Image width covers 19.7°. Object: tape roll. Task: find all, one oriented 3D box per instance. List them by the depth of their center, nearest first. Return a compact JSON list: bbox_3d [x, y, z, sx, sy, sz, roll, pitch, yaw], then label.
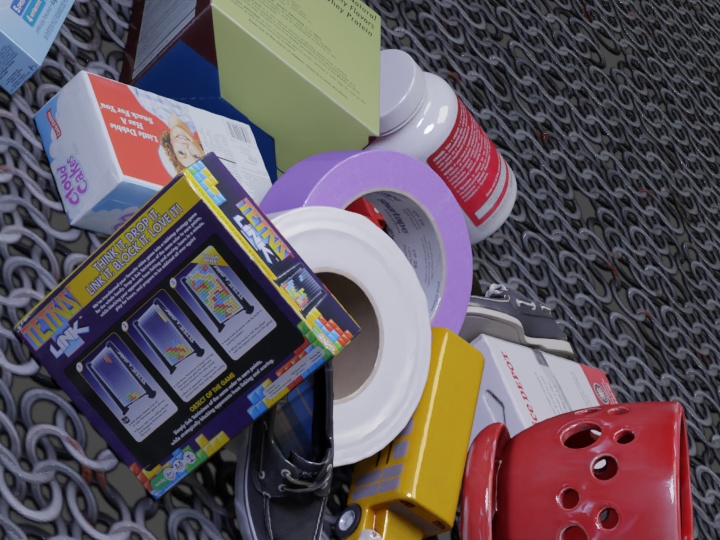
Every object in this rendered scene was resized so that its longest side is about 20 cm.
[{"bbox_3d":[-0.044,0.053,1.609,0.201,0.071,0.204,3,84,-34],"label":"tape roll"},{"bbox_3d":[0.000,0.000,1.738,0.199,0.065,0.202,-2,93,-39],"label":"tape roll"}]

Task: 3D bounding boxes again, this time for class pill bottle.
[{"bbox_3d":[0.061,-0.118,1.995,0.200,0.112,0.113,49,21,-43],"label":"pill bottle"}]

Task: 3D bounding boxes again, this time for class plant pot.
[{"bbox_3d":[0.178,0.207,1.688,0.200,0.181,0.202,0,90,-78],"label":"plant pot"}]

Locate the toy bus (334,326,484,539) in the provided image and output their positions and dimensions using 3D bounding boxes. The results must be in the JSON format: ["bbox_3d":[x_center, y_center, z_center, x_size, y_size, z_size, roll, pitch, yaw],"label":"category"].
[{"bbox_3d":[0.041,0.150,1.665,0.065,0.078,0.201,37,51,-31],"label":"toy bus"}]

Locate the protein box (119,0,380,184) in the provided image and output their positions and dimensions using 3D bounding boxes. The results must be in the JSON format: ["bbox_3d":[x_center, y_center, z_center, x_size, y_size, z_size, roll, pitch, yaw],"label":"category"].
[{"bbox_3d":[-0.096,-0.193,1.874,0.198,0.135,0.201,36,31,-25],"label":"protein box"}]

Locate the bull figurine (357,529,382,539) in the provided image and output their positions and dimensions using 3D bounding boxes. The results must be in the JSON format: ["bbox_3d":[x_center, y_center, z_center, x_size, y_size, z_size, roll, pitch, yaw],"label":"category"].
[{"bbox_3d":[0.056,0.286,1.571,0.121,0.065,0.201,-15,73,-25],"label":"bull figurine"}]

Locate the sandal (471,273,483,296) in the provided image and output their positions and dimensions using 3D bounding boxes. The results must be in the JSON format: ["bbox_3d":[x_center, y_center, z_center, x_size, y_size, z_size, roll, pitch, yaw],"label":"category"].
[{"bbox_3d":[0.088,0.041,1.940,0.054,0.082,0.200,18,-6,33],"label":"sandal"}]

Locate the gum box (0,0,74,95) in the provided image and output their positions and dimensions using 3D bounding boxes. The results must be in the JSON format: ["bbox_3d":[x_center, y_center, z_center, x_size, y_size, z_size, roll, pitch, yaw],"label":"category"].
[{"bbox_3d":[-0.329,-0.259,1.701,0.200,0.044,0.170,42,28,-19],"label":"gum box"}]

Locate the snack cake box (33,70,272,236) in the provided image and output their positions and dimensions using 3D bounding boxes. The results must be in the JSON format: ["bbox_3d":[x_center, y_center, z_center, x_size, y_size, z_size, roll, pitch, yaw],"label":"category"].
[{"bbox_3d":[-0.162,-0.079,1.709,0.199,0.067,0.116,16,45,-48],"label":"snack cake box"}]

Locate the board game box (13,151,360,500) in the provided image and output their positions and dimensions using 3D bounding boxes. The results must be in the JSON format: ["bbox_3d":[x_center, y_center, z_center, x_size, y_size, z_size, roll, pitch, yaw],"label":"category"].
[{"bbox_3d":[-0.125,0.042,1.468,0.166,0.200,0.057,51,30,0],"label":"board game box"}]

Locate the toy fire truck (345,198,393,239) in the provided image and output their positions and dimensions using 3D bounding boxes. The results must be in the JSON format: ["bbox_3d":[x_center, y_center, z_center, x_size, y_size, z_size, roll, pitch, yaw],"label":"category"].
[{"bbox_3d":[-0.019,-0.024,1.878,0.141,0.049,0.201,12,46,-51],"label":"toy fire truck"}]

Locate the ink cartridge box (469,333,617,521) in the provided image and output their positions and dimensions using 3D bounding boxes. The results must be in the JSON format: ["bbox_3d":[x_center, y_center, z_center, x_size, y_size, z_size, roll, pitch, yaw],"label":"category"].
[{"bbox_3d":[0.167,0.155,1.900,0.199,0.083,0.147,18,41,-47],"label":"ink cartridge box"}]

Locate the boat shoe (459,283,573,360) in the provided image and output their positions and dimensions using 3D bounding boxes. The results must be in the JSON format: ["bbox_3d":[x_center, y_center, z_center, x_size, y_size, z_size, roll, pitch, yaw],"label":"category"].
[{"bbox_3d":[0.126,0.048,1.915,0.200,0.072,0.063,21,45,-52],"label":"boat shoe"}]

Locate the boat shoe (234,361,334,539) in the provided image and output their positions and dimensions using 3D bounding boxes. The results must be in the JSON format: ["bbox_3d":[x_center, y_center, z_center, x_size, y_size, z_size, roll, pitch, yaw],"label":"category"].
[{"bbox_3d":[-0.046,0.131,1.517,0.069,0.066,0.202,2,93,-27],"label":"boat shoe"}]
